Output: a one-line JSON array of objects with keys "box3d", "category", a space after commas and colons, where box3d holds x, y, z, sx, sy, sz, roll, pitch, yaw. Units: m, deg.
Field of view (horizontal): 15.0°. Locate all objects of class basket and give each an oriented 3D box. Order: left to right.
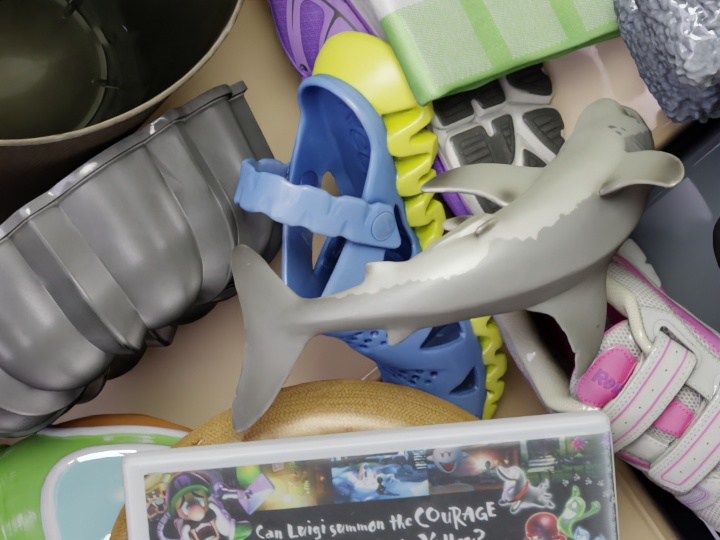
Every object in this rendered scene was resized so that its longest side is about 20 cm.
[{"box3d": [-0.153, -0.095, 1.185, 0.137, 0.180, 0.200, 67, 161, 7], "category": "basket"}]

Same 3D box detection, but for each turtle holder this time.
[{"box3d": [-0.104, 0.149, 1.242, 0.131, 0.141, 0.186, -23, 46, 5], "category": "turtle holder"}]

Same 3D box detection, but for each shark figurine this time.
[{"box3d": [0.055, 0.009, 1.088, 0.128, 0.214, 0.090, 25, 138, 59], "category": "shark figurine"}]

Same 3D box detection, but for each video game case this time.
[{"box3d": [0.010, 0.156, 1.115, 0.199, 0.023, 0.183, -5, 95, -3], "category": "video game case"}]

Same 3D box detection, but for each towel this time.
[{"box3d": [0.041, -0.179, 1.162, 0.201, 0.149, 0.031, 66, 154, 6], "category": "towel"}]

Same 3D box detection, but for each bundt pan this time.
[{"box3d": [-0.112, 0.004, 1.217, 0.202, 0.202, 0.076, -37, 89, 24], "category": "bundt pan"}]

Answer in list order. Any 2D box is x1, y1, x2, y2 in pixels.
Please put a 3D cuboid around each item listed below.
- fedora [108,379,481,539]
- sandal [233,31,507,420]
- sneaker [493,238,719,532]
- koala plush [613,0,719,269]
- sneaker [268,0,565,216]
[{"box3d": [-0.012, 0.138, 1.168, 0.199, 0.082, 0.202, 0, 92, -3], "category": "fedora"}, {"box3d": [0.000, 0.000, 1.179, 0.079, 0.087, 0.201, 18, 137, 50], "category": "sandal"}, {"box3d": [0.126, 0.054, 1.152, 0.200, 0.088, 0.082, 37, 108, 20], "category": "sneaker"}, {"box3d": [0.202, -0.044, 1.065, 0.183, 0.177, 0.201, -9, 86, 4], "category": "koala plush"}, {"box3d": [0.016, -0.094, 1.219, 0.200, 0.080, 0.083, 56, 136, 16], "category": "sneaker"}]
